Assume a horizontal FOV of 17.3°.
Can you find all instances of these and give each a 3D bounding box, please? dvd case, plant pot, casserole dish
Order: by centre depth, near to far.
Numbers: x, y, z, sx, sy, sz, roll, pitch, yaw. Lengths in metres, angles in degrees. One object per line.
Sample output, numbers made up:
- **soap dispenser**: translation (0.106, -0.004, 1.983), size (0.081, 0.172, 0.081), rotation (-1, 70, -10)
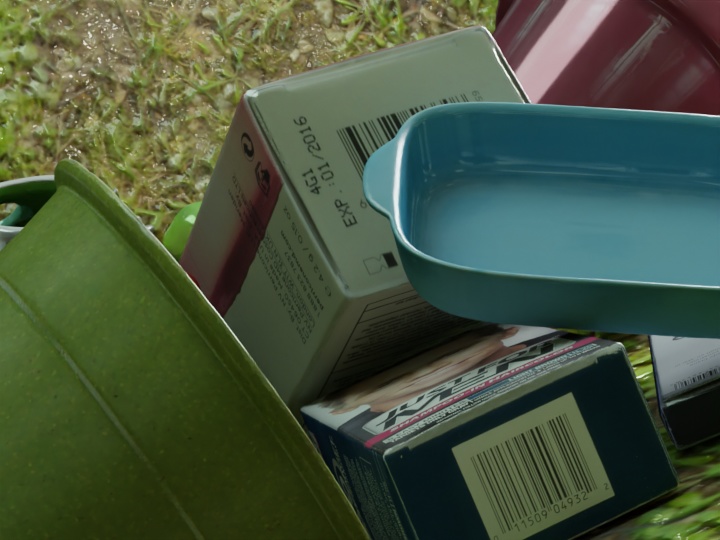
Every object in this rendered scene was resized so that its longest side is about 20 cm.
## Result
- **plant pot**: translation (-0.123, 0.096, 0.841), size (0.189, 0.201, 0.200), rotation (-36, 8, -11)
- **casserole dish**: translation (0.099, -0.017, 0.933), size (0.198, 0.039, 0.122), rotation (3, 37, 1)
- **dvd case**: translation (0.192, 0.017, 0.981), size (0.149, 0.025, 0.200), rotation (-23, 6, 8)
- **plant pot**: translation (0.131, -0.075, 1.347), size (0.179, 0.201, 0.200), rotation (-44, 15, -29)

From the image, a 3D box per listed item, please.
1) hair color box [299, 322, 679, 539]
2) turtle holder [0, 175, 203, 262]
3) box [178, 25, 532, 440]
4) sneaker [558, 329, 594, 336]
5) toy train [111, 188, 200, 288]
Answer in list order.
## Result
- **hair color box**: translation (0.043, 0.068, 0.931), size (0.099, 0.061, 0.200), rotation (-24, 5, -9)
- **turtle holder**: translation (-0.140, 0.025, 1.173), size (0.184, 0.133, 0.141), rotation (-4, 23, -13)
- **box**: translation (0.000, 0.000, 1.067), size (0.127, 0.109, 0.200), rotation (-18, -23, -26)
- **sneaker**: translation (0.108, 0.004, 1.214), size (0.199, 0.091, 0.078), rotation (-5, 32, -29)
- **toy train**: translation (-0.099, 0.059, 1.003), size (0.084, 0.117, 0.200), rotation (-11, -21, -10)
